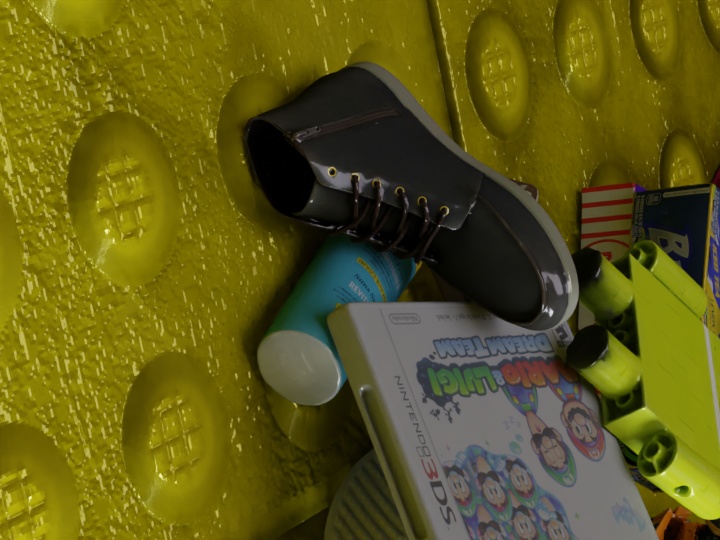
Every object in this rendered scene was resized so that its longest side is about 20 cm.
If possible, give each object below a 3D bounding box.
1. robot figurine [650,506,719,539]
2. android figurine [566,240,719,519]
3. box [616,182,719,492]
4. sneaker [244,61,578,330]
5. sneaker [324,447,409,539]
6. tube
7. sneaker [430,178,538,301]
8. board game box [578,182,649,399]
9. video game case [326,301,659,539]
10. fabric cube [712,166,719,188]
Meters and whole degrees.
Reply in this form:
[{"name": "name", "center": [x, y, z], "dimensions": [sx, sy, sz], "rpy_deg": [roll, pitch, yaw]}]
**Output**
[{"name": "robot figurine", "center": [0.185, 0.241, 1.387], "dimensions": [0.058, 0.145, 0.201], "rpy_deg": [33, 51, -11]}, {"name": "android figurine", "center": [0.196, 0.072, 1.300], "dimensions": [0.200, 0.041, 0.183], "rpy_deg": [39, 36, -33]}, {"name": "box", "center": [0.220, 0.046, 1.436], "dimensions": [0.070, 0.064, 0.201], "rpy_deg": [31, 60, -50]}, {"name": "sneaker", "center": [0.025, -0.026, 1.178], "dimensions": [0.200, 0.075, 0.106], "rpy_deg": [43, 42, 16]}, {"name": "sneaker", "center": [0.050, 0.123, 1.242], "dimensions": [0.200, 0.078, 0.080], "rpy_deg": [-54, 138, -37]}, {"name": "tube", "center": [0.000, 0.000, 1.220], "dimensions": [0.200, 0.050, 0.078], "rpy_deg": [-58, 134, -50]}, {"name": "sneaker", "center": [0.098, 0.014, 1.309], "dimensions": [0.200, 0.075, 0.071], "rpy_deg": [57, 36, -50]}, {"name": "board game box", "center": [0.225, 0.034, 1.542], "dimensions": [0.200, 0.046, 0.153], "rpy_deg": [20, 69, -53]}, {"name": "video game case", "center": [0.082, 0.102, 1.177], "dimensions": [0.199, 0.024, 0.183], "rpy_deg": [1, 61, -49]}, {"name": "fabric cube", "center": [0.432, -0.053, 1.728], "dimensions": [0.197, 0.198, 0.200], "rpy_deg": [62, 40, -28]}]
